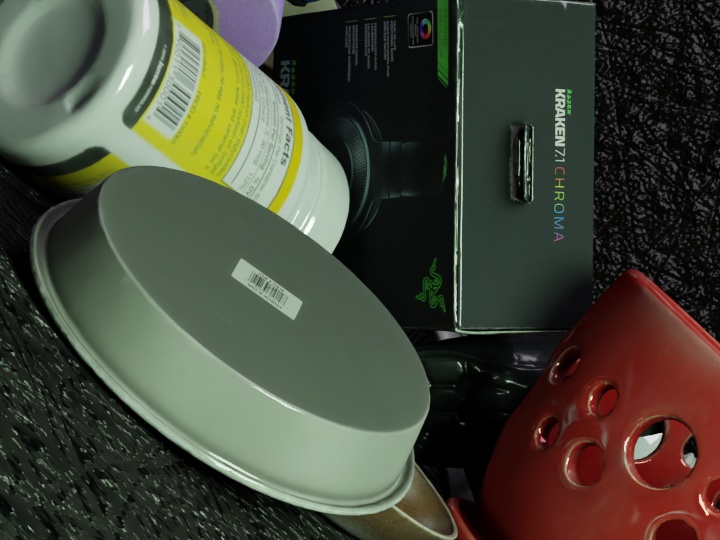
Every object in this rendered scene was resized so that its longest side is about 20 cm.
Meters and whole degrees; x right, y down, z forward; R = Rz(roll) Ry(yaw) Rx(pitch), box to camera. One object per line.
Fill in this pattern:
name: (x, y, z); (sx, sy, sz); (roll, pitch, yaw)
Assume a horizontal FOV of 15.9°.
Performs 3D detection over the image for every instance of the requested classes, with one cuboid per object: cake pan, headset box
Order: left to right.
cake pan: (-0.050, 0.023, 1.115); (0.200, 0.037, 0.201); (32, 21, -14)
headset box: (0.040, -0.054, 1.380); (0.092, 0.176, 0.200); (0, 1, -33)

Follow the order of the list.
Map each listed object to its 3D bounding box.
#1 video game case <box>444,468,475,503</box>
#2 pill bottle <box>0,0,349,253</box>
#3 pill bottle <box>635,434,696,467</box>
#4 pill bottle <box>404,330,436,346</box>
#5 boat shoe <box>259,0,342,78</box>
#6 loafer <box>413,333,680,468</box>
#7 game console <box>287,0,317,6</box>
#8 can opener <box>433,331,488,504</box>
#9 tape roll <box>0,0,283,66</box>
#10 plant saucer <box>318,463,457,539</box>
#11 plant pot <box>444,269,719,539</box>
video game case: (0.122, 0.178, 1.538); (0.182, 0.024, 0.200); (43, 7, -9)
pill bottle: (-0.097, -0.066, 1.307); (0.200, 0.114, 0.114); (39, 8, -48)
pill bottle: (0.144, 0.109, 1.738); (0.200, 0.113, 0.113); (46, 6, 6)
pill bottle: (0.000, 0.000, 1.552); (0.200, 0.106, 0.106); (41, 7, -37)
boat shoe: (-0.024, -0.128, 1.576); (0.200, 0.071, 0.063); (42, -12, 21)
loafer: (0.081, 0.067, 1.403); (0.070, 0.199, 0.069); (-120, -153, -76)
game console: (-0.052, -0.254, 1.392); (0.200, 0.119, 0.170); (46, -28, -26)
can opener: (0.085, 0.078, 1.455); (0.053, 0.067, 0.201); (30, 27, -36)
tape roll: (-0.136, -0.167, 1.335); (0.200, 0.199, 0.066); (38, 53, -48)
plant saucer: (-0.034, 0.065, 1.224); (0.200, 0.032, 0.200); (43, 7, -6)
plant pot: (0.147, 0.127, 1.288); (0.200, 0.183, 0.200); (44, 6, -6)
